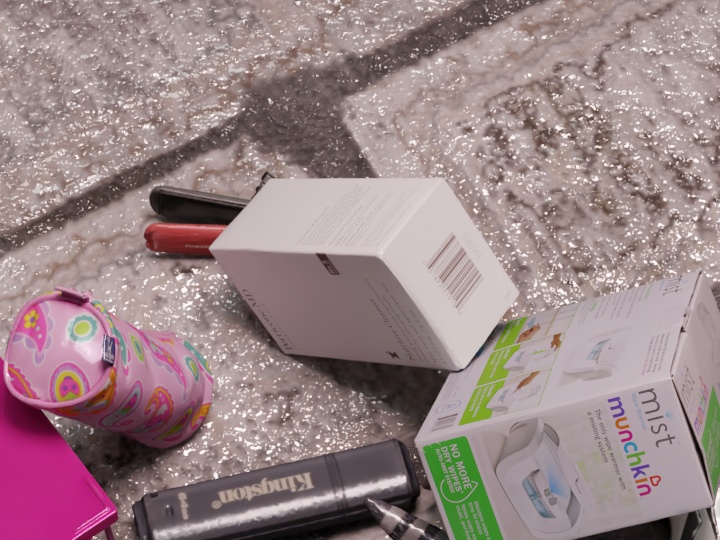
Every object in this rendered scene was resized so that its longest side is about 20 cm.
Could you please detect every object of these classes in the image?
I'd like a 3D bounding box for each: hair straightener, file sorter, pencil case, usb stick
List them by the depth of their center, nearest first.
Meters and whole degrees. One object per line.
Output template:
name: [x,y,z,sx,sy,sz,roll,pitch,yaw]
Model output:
file sorter: [-0.266,0.158,1.546,0.138,0.126,0.200,-32,60,-18]
pencil case: [-0.168,0.067,1.560,0.087,0.200,0.088,-4,76,17]
usb stick: [-0.058,0.160,1.596,0.198,0.033,0.056,-12,57,-6]
hair straightener: [-0.062,-0.049,1.732,0.198,0.041,0.077,0,56,2]

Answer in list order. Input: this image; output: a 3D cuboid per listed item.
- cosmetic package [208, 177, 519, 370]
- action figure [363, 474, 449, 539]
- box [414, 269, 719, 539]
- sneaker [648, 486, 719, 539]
cosmetic package: [0.000,0.000,1.600,0.199,0.113,0.081,-1,42,52]
action figure: [0.071,0.235,1.505,0.193,0.105,0.200,27,58,29]
box: [0.148,0.091,1.509,0.175,0.097,0.200,-15,15,18]
sneaker: [0.232,0.136,1.581,0.088,0.074,0.201,10,56,5]
